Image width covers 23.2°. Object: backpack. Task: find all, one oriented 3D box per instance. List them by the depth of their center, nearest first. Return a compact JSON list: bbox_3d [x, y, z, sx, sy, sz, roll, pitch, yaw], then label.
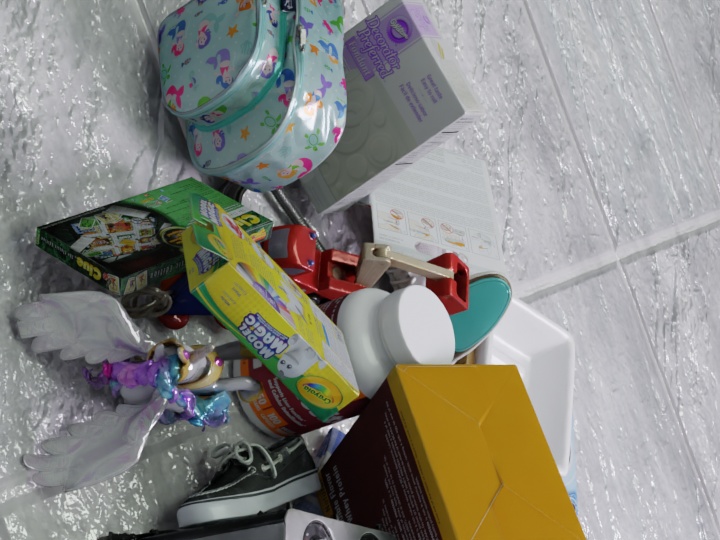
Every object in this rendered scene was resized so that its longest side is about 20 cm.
[{"bbox_3d":[-0.102,-0.184,1.709,0.150,0.177,0.200,16,58,-47],"label":"backpack"}]

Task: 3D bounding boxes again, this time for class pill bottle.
[{"bbox_3d":[-0.015,0.083,1.667,0.113,0.200,0.113,30,50,-42],"label":"pill bottle"}]

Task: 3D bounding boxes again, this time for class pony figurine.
[{"bbox_3d":[-0.180,0.091,1.481,0.200,0.193,0.167,17,61,-71],"label":"pony figurine"}]

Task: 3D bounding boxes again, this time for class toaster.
[{"bbox_3d":[-0.088,0.277,1.493,0.181,0.200,0.119,27,54,-54],"label":"toaster"}]

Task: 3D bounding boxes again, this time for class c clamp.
[{"bbox_3d":[-0.073,-0.034,1.810,0.200,0.027,0.171,52,43,-26],"label":"c clamp"}]

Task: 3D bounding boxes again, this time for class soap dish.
[{"bbox_3d":[0.157,0.130,1.910,0.157,0.081,0.200,32,48,-32],"label":"soap dish"}]

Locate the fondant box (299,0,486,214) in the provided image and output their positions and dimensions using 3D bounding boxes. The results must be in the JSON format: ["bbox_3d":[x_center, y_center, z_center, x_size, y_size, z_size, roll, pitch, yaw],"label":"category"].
[{"bbox_3d":[0.009,-0.170,1.810,0.144,0.200,0.058,61,25,10],"label":"fondant box"}]

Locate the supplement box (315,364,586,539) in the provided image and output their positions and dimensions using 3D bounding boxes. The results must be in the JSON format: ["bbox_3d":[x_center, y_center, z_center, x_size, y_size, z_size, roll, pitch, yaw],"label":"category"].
[{"bbox_3d":[0.075,0.221,1.609,0.133,0.200,0.197,2,51,-29],"label":"supplement box"}]

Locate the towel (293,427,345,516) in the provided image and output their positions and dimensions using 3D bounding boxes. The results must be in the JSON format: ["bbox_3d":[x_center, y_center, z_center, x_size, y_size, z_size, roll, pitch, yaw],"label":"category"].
[{"bbox_3d":[0.001,0.253,1.701,0.147,0.024,0.200,31,43,-4],"label":"towel"}]

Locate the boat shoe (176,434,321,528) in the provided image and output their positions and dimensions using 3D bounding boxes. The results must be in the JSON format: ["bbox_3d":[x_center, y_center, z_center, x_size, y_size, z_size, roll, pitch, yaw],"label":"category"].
[{"bbox_3d":[-0.103,0.188,1.603,0.199,0.074,0.068,-11,86,-55],"label":"boat shoe"}]

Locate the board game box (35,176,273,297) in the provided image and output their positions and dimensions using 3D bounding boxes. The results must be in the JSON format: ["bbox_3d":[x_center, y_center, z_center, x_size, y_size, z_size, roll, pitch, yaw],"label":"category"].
[{"bbox_3d":[-0.179,-0.033,1.552,0.200,0.105,0.023,-23,132,-49],"label":"board game box"}]

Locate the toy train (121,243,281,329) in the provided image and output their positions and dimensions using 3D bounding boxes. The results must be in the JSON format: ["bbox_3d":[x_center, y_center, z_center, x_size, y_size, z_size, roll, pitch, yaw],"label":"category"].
[{"bbox_3d":[-0.172,-0.013,1.626,0.200,0.085,0.116,3,54,-45],"label":"toy train"}]

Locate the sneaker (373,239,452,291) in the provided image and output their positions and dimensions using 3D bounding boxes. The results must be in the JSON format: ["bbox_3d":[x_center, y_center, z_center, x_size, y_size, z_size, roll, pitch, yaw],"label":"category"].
[{"bbox_3d":[0.051,0.001,1.925,0.099,0.078,0.200,29,41,-34],"label":"sneaker"}]

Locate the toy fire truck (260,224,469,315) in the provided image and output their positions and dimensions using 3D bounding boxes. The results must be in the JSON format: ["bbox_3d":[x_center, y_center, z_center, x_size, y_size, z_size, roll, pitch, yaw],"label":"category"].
[{"bbox_3d":[0.000,0.000,1.751,0.200,0.141,0.049,27,57,-44],"label":"toy fire truck"}]

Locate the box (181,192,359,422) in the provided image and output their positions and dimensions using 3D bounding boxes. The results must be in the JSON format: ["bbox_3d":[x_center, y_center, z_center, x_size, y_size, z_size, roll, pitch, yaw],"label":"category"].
[{"bbox_3d":[-0.085,0.028,1.488,0.200,0.048,0.117,49,10,-25],"label":"box"}]

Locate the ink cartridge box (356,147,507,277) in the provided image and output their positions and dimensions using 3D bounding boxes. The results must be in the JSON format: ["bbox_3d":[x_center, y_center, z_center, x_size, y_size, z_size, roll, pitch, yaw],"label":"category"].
[{"bbox_3d":[0.071,-0.059,1.900,0.162,0.050,0.200,14,45,-20],"label":"ink cartridge box"}]

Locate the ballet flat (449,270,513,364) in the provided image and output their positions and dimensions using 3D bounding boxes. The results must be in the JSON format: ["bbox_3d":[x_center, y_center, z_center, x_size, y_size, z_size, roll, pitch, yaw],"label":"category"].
[{"bbox_3d":[0.078,0.074,1.832,0.069,0.200,0.069,40,4,-3],"label":"ballet flat"}]

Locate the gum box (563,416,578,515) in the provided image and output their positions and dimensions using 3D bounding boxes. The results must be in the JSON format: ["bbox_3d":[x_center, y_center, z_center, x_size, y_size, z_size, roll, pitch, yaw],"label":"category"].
[{"bbox_3d":[0.182,0.188,2.015,0.170,0.045,0.200,31,48,-41],"label":"gum box"}]
